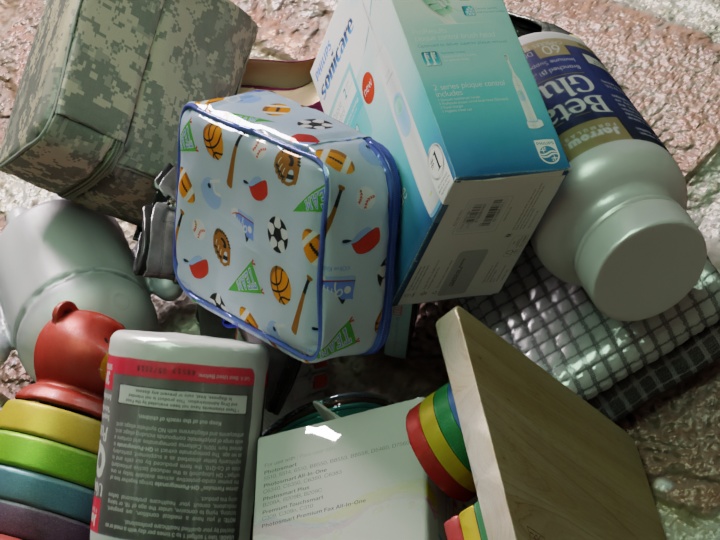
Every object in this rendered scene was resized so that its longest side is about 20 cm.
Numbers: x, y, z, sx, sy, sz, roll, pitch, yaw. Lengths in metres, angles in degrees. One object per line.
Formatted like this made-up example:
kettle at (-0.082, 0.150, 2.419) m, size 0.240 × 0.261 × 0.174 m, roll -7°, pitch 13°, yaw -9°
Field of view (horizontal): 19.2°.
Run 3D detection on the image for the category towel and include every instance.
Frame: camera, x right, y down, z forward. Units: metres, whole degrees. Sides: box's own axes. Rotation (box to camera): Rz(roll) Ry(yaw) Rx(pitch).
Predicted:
towel at (0.158, 0.013, 1.486) m, size 0.165 × 0.086 × 0.201 m, roll -32°, pitch 45°, yaw 4°

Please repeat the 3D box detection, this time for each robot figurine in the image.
robot figurine at (-0.225, 0.022, 1.677) m, size 0.168 × 0.113 × 0.201 m, roll -22°, pitch 43°, yaw -6°

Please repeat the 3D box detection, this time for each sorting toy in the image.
sorting toy at (0.112, 0.154, 1.316) m, size 0.069 × 0.200 × 0.200 m, roll -35°, pitch 41°, yaw 22°

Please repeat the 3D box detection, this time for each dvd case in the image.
dvd case at (0.051, -0.054, 1.545) m, size 0.022 × 0.146 × 0.202 m, roll 12°, pitch 67°, yaw 3°

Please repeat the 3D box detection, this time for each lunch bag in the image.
lunch bag at (-0.174, -0.138, 1.662) m, size 0.139 × 0.167 × 0.202 m, roll -29°, pitch 44°, yaw 60°
lunch bag at (-0.054, -0.028, 1.416) m, size 0.075 × 0.162 × 0.199 m, roll -12°, pitch 24°, yaw -33°

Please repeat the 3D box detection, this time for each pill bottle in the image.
pill bottle at (-0.124, 0.144, 1.428) m, size 0.110 × 0.110 × 0.202 m, roll 5°, pitch 89°, yaw 33°
pill bottle at (0.150, -0.061, 1.411) m, size 0.111 × 0.111 × 0.201 m, roll -31°, pitch 45°, yaw 2°

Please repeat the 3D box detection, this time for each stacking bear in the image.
stacking bear at (-0.218, 0.126, 1.544) m, size 0.113 × 0.121 × 0.202 m, roll 2°, pitch 71°, yaw 47°

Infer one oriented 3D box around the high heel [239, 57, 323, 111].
high heel at (-0.067, -0.159, 1.752) m, size 0.199 × 0.096 × 0.068 m, roll -21°, pitch 45°, yaw 13°

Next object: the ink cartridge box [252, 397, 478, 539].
ink cartridge box at (0.010, 0.188, 1.386) m, size 0.124 × 0.129 × 0.201 m, roll -15°, pitch 47°, yaw 17°

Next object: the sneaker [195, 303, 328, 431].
sneaker at (-0.083, 0.054, 1.613) m, size 0.082 × 0.076 × 0.201 m, roll -55°, pitch 43°, yaw 44°

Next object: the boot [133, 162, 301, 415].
boot at (-0.104, 0.015, 1.535) m, size 0.201 × 0.131 × 0.070 m, roll -93°, pitch 24°, yaw -50°

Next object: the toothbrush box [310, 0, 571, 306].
toothbrush box at (0.047, -0.101, 1.395) m, size 0.085 × 0.147 × 0.201 m, roll -5°, pitch 59°, yaw -22°

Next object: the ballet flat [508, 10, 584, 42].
ballet flat at (0.103, -0.188, 1.707) m, size 0.199 × 0.057 × 0.067 m, roll 24°, pitch 68°, yaw 41°

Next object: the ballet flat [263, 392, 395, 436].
ballet flat at (-0.059, 0.144, 1.514) m, size 0.199 × 0.074 × 0.074 m, roll -29°, pitch 44°, yaw 3°
